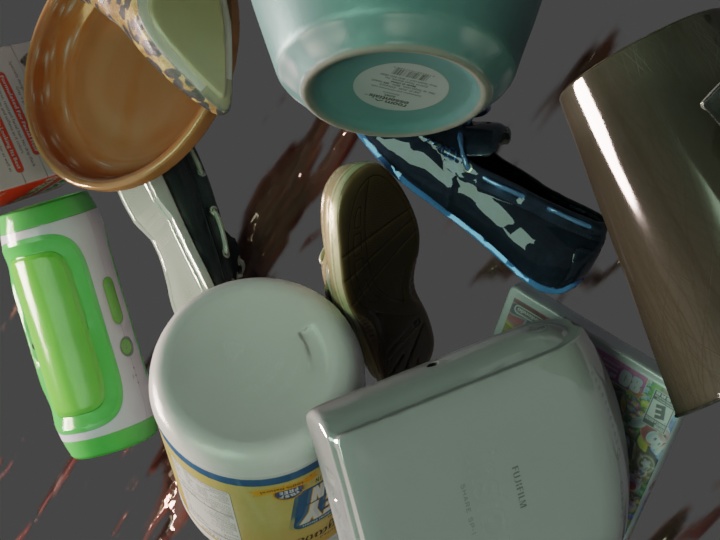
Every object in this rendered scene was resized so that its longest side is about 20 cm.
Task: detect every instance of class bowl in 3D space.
[{"bbox_3d":[0.021,-0.152,1.011,0.199,0.200,0.106,-17,61,37],"label":"bowl"}]

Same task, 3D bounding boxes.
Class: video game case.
[{"bbox_3d":[0.132,0.127,1.162,0.142,0.018,0.202,32,120,23],"label":"video game case"}]

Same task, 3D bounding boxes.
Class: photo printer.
[{"bbox_3d":[0.078,0.130,1.076,0.069,0.198,0.168,-148,41,-65],"label":"photo printer"}]

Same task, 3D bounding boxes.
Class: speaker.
[{"bbox_3d":[-0.224,0.043,1.348,0.088,0.088,0.202,-11,98,37],"label":"speaker"}]

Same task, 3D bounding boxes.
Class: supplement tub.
[{"bbox_3d":[-0.064,0.113,1.175,0.144,0.145,0.201,34,156,22],"label":"supplement tub"}]

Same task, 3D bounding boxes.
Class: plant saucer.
[{"bbox_3d":[-0.162,-0.153,1.231,0.198,0.037,0.203,-10,73,32],"label":"plant saucer"}]

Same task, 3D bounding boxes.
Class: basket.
[{"bbox_3d":[0.209,-0.038,0.986,0.202,0.135,0.180,65,151,6],"label":"basket"}]

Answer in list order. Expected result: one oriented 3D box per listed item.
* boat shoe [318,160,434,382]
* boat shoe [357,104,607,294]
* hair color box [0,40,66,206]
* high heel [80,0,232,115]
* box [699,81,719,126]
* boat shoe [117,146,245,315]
[{"bbox_3d":[0.000,0.000,1.150,0.065,0.072,0.201,32,153,35],"label":"boat shoe"},{"bbox_3d":[0.079,-0.072,1.113,0.199,0.084,0.069,37,116,1],"label":"boat shoe"},{"bbox_3d":[-0.301,-0.101,1.284,0.064,0.199,0.112,-27,89,36],"label":"hair color box"},{"bbox_3d":[-0.155,-0.177,1.193,0.201,0.071,0.142,62,150,7],"label":"high heel"},{"bbox_3d":[0.301,-0.057,0.894,0.201,0.163,0.086,51,126,12],"label":"box"},{"bbox_3d":[-0.119,-0.014,1.270,0.075,0.060,0.202,-17,97,57],"label":"boat shoe"}]
